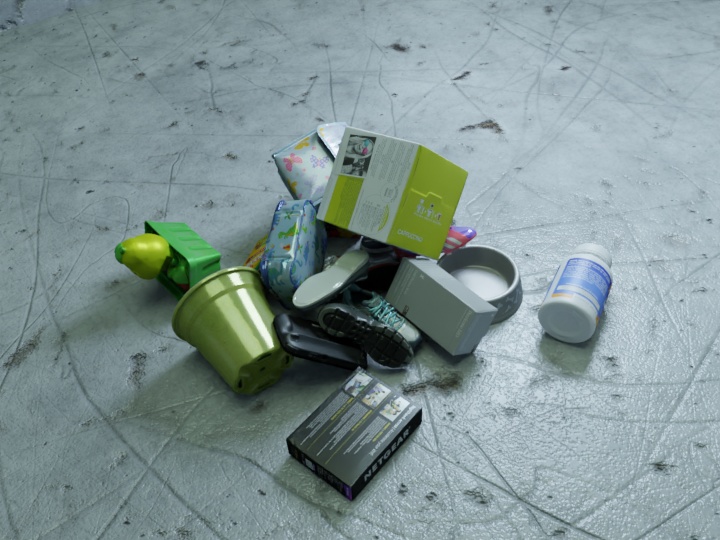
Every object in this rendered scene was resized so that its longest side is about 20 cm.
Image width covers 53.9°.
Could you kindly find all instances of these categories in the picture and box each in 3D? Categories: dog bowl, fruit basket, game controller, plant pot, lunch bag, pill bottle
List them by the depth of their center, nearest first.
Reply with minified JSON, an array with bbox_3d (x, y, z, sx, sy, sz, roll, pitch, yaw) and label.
[{"bbox_3d":[-0.074,0.136,1.334,0.200,0.042,0.104,20,20,-37],"label":"game controller"},{"bbox_3d":[-0.226,0.127,1.345,0.200,0.201,0.184,-28,59,-22],"label":"plant pot"},{"bbox_3d":[0.435,0.038,1.405,0.112,0.112,0.200,18,48,23],"label":"pill bottle"},{"bbox_3d":[-0.129,-0.028,1.429,0.082,0.161,0.200,-2,60,19],"label":"lunch bag"},{"bbox_3d":[0.242,0.022,1.482,0.200,0.059,0.200,-3,43,2],"label":"dog bowl"},{"bbox_3d":[-0.426,-0.016,1.521,0.215,0.156,0.216,6,33,-4],"label":"fruit basket"},{"bbox_3d":[-0.070,-0.228,1.576,0.200,0.127,0.170,-30,72,-8],"label":"lunch bag"}]

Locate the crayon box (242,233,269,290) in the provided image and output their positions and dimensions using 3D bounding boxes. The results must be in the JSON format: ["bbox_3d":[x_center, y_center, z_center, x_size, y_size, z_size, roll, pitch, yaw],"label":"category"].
[{"bbox_3d":[-0.199,-0.031,1.543,0.127,0.051,0.200,-32,24,40],"label":"crayon box"}]

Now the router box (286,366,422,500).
[{"bbox_3d":[-0.009,0.279,1.240,0.149,0.051,0.200,29,53,29],"label":"router box"}]

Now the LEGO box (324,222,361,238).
[{"bbox_3d":[-0.061,-0.184,1.667,0.149,0.077,0.200,5,68,11],"label":"LEGO box"}]

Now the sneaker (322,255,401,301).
[{"bbox_3d":[-0.001,-0.001,1.525,0.201,0.067,0.108,-14,35,-17],"label":"sneaker"}]

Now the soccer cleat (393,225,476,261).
[{"bbox_3d":[0.152,-0.070,1.520,0.200,0.077,0.067,-14,18,38],"label":"soccer cleat"}]

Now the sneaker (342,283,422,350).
[{"bbox_3d":[0.035,0.093,1.407,0.200,0.086,0.078,28,54,31],"label":"sneaker"}]

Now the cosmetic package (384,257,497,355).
[{"bbox_3d":[0.155,0.067,1.387,0.090,0.107,0.200,2,28,-47],"label":"cosmetic package"}]

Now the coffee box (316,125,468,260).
[{"bbox_3d":[0.067,-0.153,1.443,0.198,0.200,0.200,22,94,38],"label":"coffee box"}]

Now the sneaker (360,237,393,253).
[{"bbox_3d":[0.085,-0.129,1.597,0.202,0.146,0.077,-23,47,-16],"label":"sneaker"}]

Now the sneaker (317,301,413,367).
[{"bbox_3d":[0.015,0.114,1.355,0.200,0.075,0.079,31,14,-4],"label":"sneaker"}]

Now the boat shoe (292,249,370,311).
[{"bbox_3d":[-0.050,0.032,1.379,0.073,0.062,0.200,19,42,35],"label":"boat shoe"}]
